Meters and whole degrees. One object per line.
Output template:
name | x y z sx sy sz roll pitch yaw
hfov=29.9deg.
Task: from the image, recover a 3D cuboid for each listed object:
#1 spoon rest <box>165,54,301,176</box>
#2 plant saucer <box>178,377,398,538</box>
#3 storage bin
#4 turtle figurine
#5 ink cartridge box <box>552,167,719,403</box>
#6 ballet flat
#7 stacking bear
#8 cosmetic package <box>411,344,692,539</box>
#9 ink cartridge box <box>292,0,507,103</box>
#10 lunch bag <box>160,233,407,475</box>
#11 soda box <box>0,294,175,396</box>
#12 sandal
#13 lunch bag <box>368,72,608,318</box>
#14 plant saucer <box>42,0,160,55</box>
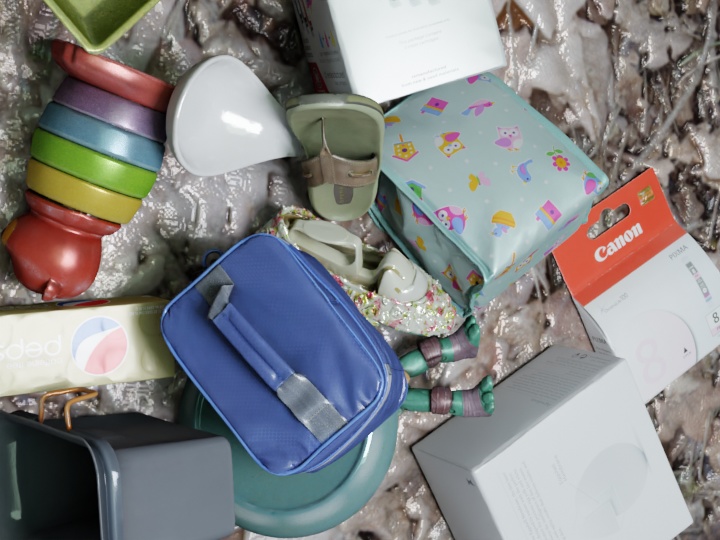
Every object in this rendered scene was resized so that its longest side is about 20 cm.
spoon rest | -0.097 -0.123 1.127 0.200 0.060 0.100 1 106 -67
plant saucer | -0.067 0.133 1.177 0.199 0.027 0.201 -1 83 10
storage bin | -0.199 0.164 1.093 0.134 0.200 0.146 -7 98 -39
turtle figurine | 0.017 0.102 1.248 0.199 0.101 0.150 -7 79 -10
ink cartridge box | 0.302 0.018 1.423 0.162 0.057 0.201 -33 113 -22
ballet flat | 0.000 0.000 1.208 0.199 0.064 0.076 22 48 -4
stacking bear | -0.228 -0.074 1.102 0.113 0.121 0.201 21 94 -21
cosmetic package | 0.190 0.214 1.335 0.200 0.123 0.200 -32 108 -24
ink cartridge box | 0.018 -0.256 1.180 0.144 0.145 0.201 -17 101 -11
lunch bag | -0.066 0.063 1.104 0.136 0.132 0.200 -42 79 3
soda box | -0.258 0.062 1.116 0.199 0.064 0.068 -5 96 -28
sandal | -0.016 -0.088 1.147 0.079 0.201 0.058 -3 62 5
lunch bag | 0.098 -0.086 1.261 0.170 0.122 0.200 -39 75 -19
plant saucer | -0.211 -0.299 1.046 0.200 0.048 0.200 -48 109 -22
